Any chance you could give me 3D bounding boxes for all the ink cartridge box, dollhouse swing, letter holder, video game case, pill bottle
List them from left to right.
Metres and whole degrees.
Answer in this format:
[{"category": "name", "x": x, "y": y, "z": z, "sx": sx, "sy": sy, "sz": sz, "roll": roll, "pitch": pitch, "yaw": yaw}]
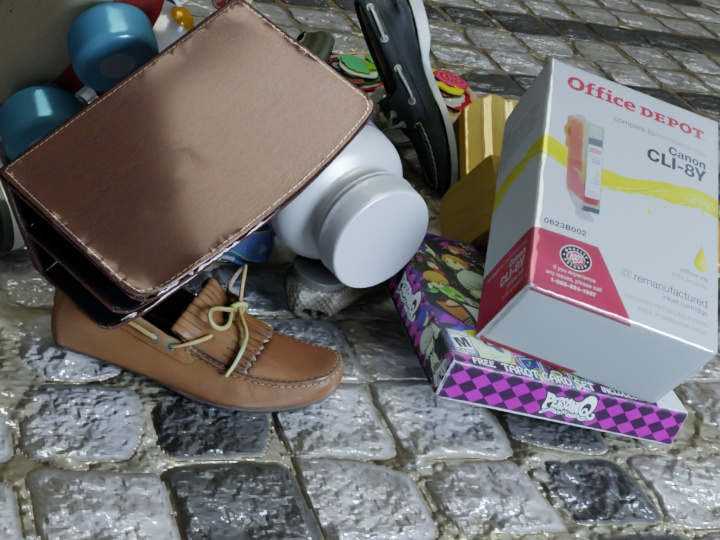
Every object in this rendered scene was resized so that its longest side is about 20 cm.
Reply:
[{"category": "letter holder", "x": -0.097, "y": -0.051, "z": 0.819, "sx": 0.142, "sy": 0.101, "sz": 0.200, "roll": 37, "pitch": 64, "yaw": 23}, {"category": "pill bottle", "x": -0.038, "y": -0.080, "z": 0.966, "sx": 0.108, "sy": 0.110, "sz": 0.200, "roll": -8, "pitch": 42, "yaw": -37}, {"category": "video game case", "x": 0.121, "y": 0.045, "z": 0.962, "sx": 0.198, "sy": 0.036, "sz": 0.182, "roll": 14, "pitch": 27, "yaw": -23}, {"category": "dollhouse swing", "x": 0.183, "y": -0.082, "z": 1.088, "sx": 0.197, "sy": 0.178, "sz": 0.182, "roll": 11, "pitch": -17, "yaw": -14}, {"category": "ink cartridge box", "x": 0.170, "y": -0.031, "z": 0.916, "sx": 0.143, "sy": 0.084, "sz": 0.202, "roll": 19, "pitch": 55, "yaw": -12}]

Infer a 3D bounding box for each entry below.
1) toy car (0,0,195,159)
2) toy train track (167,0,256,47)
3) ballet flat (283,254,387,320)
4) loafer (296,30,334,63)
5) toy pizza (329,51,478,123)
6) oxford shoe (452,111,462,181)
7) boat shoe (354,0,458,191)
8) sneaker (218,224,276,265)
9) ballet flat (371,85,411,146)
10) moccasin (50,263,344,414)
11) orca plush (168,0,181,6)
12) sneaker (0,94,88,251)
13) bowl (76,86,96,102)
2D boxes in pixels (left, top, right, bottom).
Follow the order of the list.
[{"category": "toy car", "x": -0.172, "y": -0.180, "z": 0.993, "sx": 0.199, "sy": 0.176, "sz": 0.186, "roll": 12, "pitch": 49, "yaw": -46}, {"category": "toy train track", "x": -0.122, "y": -0.129, "z": 0.914, "sx": 0.032, "sy": 0.202, "sz": 0.115, "roll": 30, "pitch": 18, "yaw": 12}, {"category": "ballet flat", "x": 0.000, "y": 0.000, "z": 1.027, "sx": 0.067, "sy": 0.047, "sz": 0.199, "roll": 30, "pitch": 27, "yaw": 18}, {"category": "loafer", "x": -0.071, "y": -0.199, "z": 1.322, "sx": 0.069, "sy": 0.076, "sz": 0.201, "roll": 16, "pitch": 27, "yaw": -5}, {"category": "toy pizza", "x": 0.044, "y": -0.208, "z": 1.443, "sx": 0.197, "sy": 0.032, "sz": 0.201, "roll": 11, "pitch": 28, "yaw": -6}, {"category": "oxford shoe", "x": 0.148, "y": -0.092, "z": 1.220, "sx": 0.072, "sy": 0.085, "sz": 0.200, "roll": -10, "pitch": 37, "yaw": -42}, {"category": "boat shoe", "x": 0.043, "y": -0.167, "z": 1.231, "sx": 0.060, "sy": 0.203, "sz": 0.076, "roll": -15, "pitch": 0, "yaw": -12}, {"category": "sneaker", "x": -0.125, "y": -0.044, "z": 1.005, "sx": 0.104, "sy": 0.077, "sz": 0.199, "roll": 28, "pitch": 29, "yaw": 24}, {"category": "ballet flat", "x": 0.003, "y": -0.144, "z": 1.268, "sx": 0.069, "sy": 0.070, "sz": 0.199, "roll": 27, "pitch": 30, "yaw": 24}, {"category": "moccasin", "x": -0.106, "y": 0.036, "z": 0.860, "sx": 0.199, "sy": 0.079, "sz": 0.074, "roll": 20, "pitch": 28, "yaw": 12}, {"category": "orca plush", "x": -0.172, "y": -0.190, "z": 1.158, "sx": 0.104, "sy": 0.201, "sz": 0.071, "roll": 21, "pitch": 52, "yaw": 20}, {"category": "sneaker", "x": -0.247, "y": -0.081, "z": 1.016, "sx": 0.119, "sy": 0.085, "sz": 0.200, "roll": -10, "pitch": 34, "yaw": -23}, {"category": "bowl", "x": -0.273, "y": -0.186, "z": 1.144, "sx": 0.095, "sy": 0.199, "sz": 0.201, "roll": 55, "pitch": 22, "yaw": -17}]
